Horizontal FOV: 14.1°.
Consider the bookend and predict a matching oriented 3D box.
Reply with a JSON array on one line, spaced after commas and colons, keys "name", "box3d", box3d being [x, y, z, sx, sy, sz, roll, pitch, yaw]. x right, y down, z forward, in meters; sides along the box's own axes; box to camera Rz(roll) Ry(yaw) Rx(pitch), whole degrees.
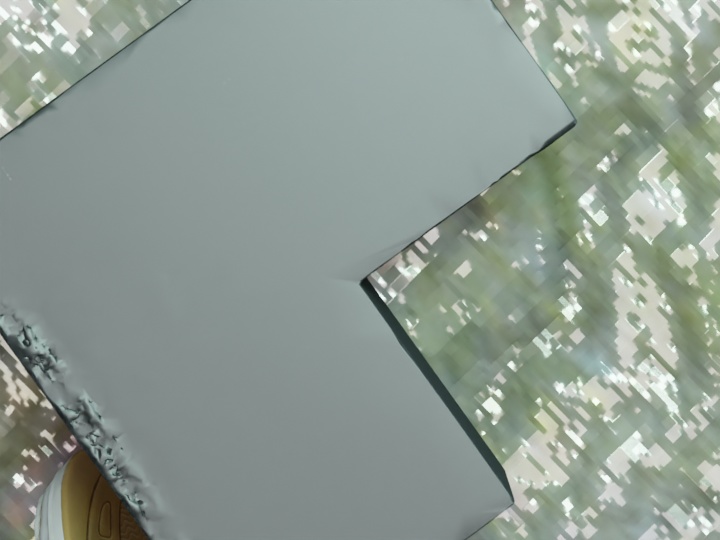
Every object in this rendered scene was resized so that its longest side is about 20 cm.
[{"name": "bookend", "box3d": [0.000, 0.000, 0.910, 0.200, 0.092, 0.199, -37, 92, 2]}]

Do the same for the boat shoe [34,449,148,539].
[{"name": "boat shoe", "box3d": [-0.077, 0.160, 0.957, 0.069, 0.071, 0.201, -21, 80, 42]}]
